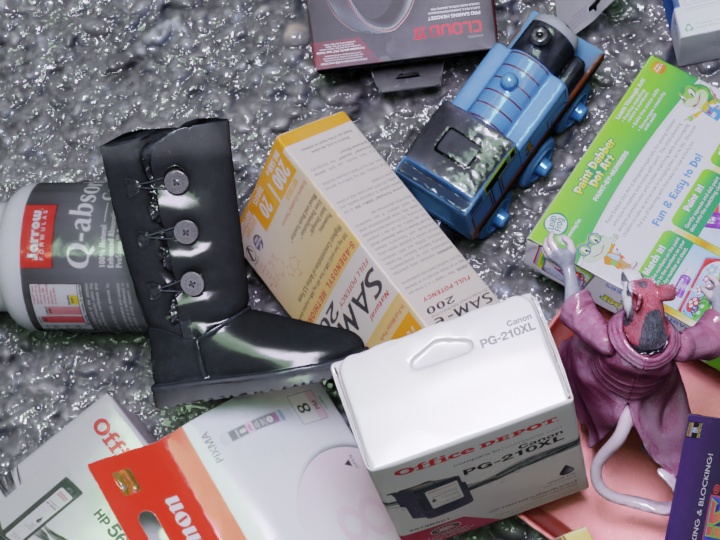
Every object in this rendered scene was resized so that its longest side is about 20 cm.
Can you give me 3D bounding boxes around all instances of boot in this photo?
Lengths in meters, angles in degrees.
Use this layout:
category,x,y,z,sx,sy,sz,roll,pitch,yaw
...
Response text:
category,x,y,z,sx,sy,sz,roll,pitch,yaw
boot,-0.089,-0.013,1.422,0.164,0.066,0.201,-10,93,1

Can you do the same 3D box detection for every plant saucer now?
category,x,y,z,sx,sy,sz,roll,pitch,yaw
plant saucer,0.202,0.124,1.464,0.199,0.037,0.200,35,80,16

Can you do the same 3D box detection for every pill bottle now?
category,x,y,z,sx,sy,sz,roll,pitch,yaw
pill bottle,-0.211,-0.010,1.520,0.199,0.116,0.117,0,72,7

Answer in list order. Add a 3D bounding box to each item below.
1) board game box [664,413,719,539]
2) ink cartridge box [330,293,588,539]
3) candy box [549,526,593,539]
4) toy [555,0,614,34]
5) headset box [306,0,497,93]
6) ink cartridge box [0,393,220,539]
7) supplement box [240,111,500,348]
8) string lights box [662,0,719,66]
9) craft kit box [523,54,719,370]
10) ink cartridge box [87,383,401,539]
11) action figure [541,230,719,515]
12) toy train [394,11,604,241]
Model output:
category,x,y,z,sx,sy,sz,roll,pitch,yaw
board game box,0.261,0.200,1.275,0.056,0.165,0.201,14,83,-27
ink cartridge box,0.073,0.109,1.358,0.144,0.200,0.085,-20,65,1
candy box,0.143,0.291,1.355,0.116,0.057,0.201,-19,71,-22
toy,0.195,-0.292,1.574,0.047,0.115,0.201,2,71,-22
headset box,0.028,-0.243,1.558,0.148,0.075,0.201,-6,94,5
ink cartridge box,-0.213,0.211,1.465,0.200,0.084,0.146,-40,72,-6
supplement box,0.000,0.000,1.476,0.073,0.126,0.200,-24,66,-36
string lights box,0.282,-0.273,1.570,0.102,0.059,0.201,-11,71,4
craft kit box,0.255,-0.041,1.485,0.197,0.049,0.200,31,65,13
ink cartridge box,-0.072,0.169,1.419,0.057,0.199,0.163,-48,66,37
action figure,0.180,0.064,1.360,0.133,0.200,0.150,9,67,5
toy train,0.109,-0.111,1.511,0.086,0.114,0.200,34,80,16
